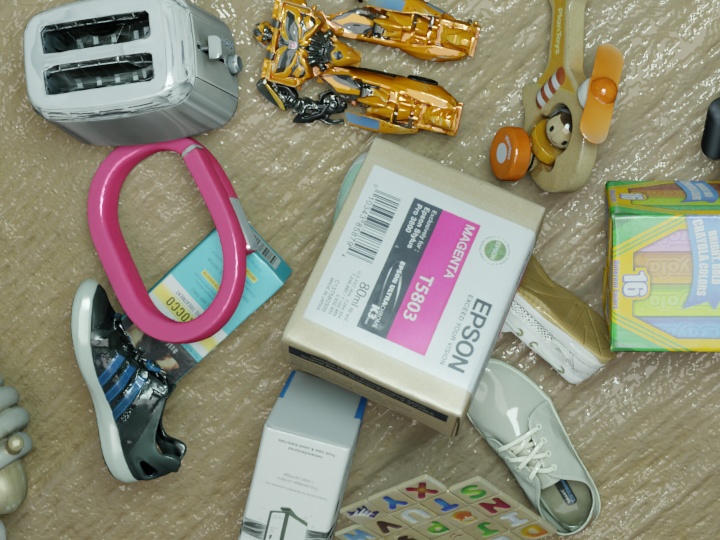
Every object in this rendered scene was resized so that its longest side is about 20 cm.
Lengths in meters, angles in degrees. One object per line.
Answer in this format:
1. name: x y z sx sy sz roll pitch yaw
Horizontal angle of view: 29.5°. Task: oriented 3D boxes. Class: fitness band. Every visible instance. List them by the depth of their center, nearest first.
1. fitness band: -0.174 -0.031 1.243 0.143 0.037 0.201 -32 74 19

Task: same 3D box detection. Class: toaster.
1. toaster: -0.208 -0.175 1.189 0.198 0.129 0.115 -5 84 10

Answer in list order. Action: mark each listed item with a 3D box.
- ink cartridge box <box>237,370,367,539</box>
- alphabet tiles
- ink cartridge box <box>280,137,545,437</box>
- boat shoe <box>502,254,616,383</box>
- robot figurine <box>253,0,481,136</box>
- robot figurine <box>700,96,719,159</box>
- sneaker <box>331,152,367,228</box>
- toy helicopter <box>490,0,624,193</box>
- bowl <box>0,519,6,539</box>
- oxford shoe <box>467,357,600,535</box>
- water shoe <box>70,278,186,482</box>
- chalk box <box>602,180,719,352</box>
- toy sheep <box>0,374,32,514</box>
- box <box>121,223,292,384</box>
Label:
1. ink cartridge box: -0.061 0.218 1.281 0.083 0.146 0.202 14 108 3
2. alphabet tiles: 0.080 0.244 1.272 0.165 0.006 0.200 -27 136 28
3. ink cartridge box: 0.045 0.012 1.150 0.163 0.075 0.202 22 71 7
4. boat shoe: 0.138 0.028 1.239 0.200 0.071 0.069 44 129 6
5. robot figurine: 0.000 -0.190 1.203 0.198 0.058 0.147 13 106 4
6. robot figurine: 0.383 -0.129 1.122 0.198 0.125 0.152 -21 100 -5
7. sneaker: 0.000 0.000 1.226 0.073 0.118 0.203 10 106 7
8. toy helicopter: 0.178 -0.167 1.159 0.078 0.132 0.203 3 90 -23
9. bowl: -0.458 0.305 1.398 0.198 0.075 0.202 18 106 3
10. oxford shoe: 0.161 0.167 1.283 0.075 0.058 0.201 -33 98 17
11. water shoe: -0.210 0.097 1.260 0.078 0.072 0.202 -8 111 6
12. chalk box: 0.312 -0.006 1.179 0.197 0.125 0.125 -1 106 7
13. toy sheep: -0.386 0.147 1.316 0.137 0.138 0.201 -33 86 15
14. box: -0.164 0.040 1.296 0.200 0.049 0.082 -42 96 16
